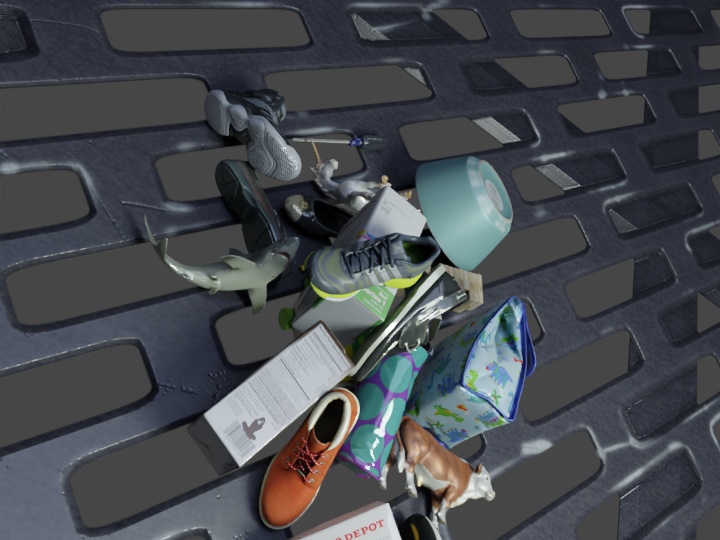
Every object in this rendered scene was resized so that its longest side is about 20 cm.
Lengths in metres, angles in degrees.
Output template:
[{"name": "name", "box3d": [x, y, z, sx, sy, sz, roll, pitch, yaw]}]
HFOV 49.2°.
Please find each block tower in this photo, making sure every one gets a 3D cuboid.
[{"name": "block tower", "box3d": [0.110, 0.019, 1.303, 0.197, 0.054, 0.059, 17, 58, -27]}]

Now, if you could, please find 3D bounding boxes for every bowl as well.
[{"name": "bowl", "box3d": [0.189, -0.114, 1.346, 0.200, 0.104, 0.204, 41, 34, -36]}]

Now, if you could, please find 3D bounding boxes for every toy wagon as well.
[{"name": "toy wagon", "box3d": [-0.047, 0.077, 1.173, 0.153, 0.039, 0.204, -2, 69, -36]}]

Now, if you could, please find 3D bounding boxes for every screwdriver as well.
[{"name": "screwdriver", "box3d": [-0.032, -0.215, 1.339, 0.197, 0.028, 0.030, -11, 102, -36]}]

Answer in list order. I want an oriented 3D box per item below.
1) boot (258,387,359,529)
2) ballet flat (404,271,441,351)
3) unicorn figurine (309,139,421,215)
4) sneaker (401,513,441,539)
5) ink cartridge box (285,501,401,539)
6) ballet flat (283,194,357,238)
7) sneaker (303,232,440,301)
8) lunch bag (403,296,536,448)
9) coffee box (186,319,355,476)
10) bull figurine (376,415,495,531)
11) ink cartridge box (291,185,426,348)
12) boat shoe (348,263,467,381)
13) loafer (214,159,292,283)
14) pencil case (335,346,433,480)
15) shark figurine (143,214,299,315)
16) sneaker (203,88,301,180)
[{"name": "boot", "box3d": [-0.070, 0.238, 1.000, 0.074, 0.107, 0.202, 30, 82, 4]}, {"name": "ballet flat", "box3d": [0.090, 0.055, 1.184, 0.067, 0.202, 0.069, -3, 48, -6]}, {"name": "unicorn figurine", "box3d": [0.004, -0.122, 1.267, 0.200, 0.136, 0.075, 48, 60, -31]}, {"name": "sneaker", "box3d": [0.064, 0.429, 1.055, 0.089, 0.070, 0.204, 16, 61, -31]}, {"name": "ink cartridge box", "box3d": [-0.001, 0.410, 0.975, 0.142, 0.085, 0.204, -18, 76, -11]}, {"name": "ballet flat", "box3d": [-0.031, -0.080, 1.251, 0.197, 0.057, 0.068, 19, 56, -27]}, {"name": "sneaker", "box3d": [0.016, -0.016, 0.994, 0.197, 0.081, 0.075, -12, 73, -37]}, {"name": "lunch bag", "box3d": [0.171, 0.150, 1.205, 0.126, 0.170, 0.202, 35, 50, -14]}, {"name": "coffee box", "box3d": [-0.115, 0.163, 1.011, 0.199, 0.114, 0.080, -38, 90, -30]}, {"name": "bull figurine", "box3d": [0.111, 0.302, 1.152, 0.199, 0.065, 0.123, 40, 50, -16]}, {"name": "ink cartridge box", "box3d": [0.000, 0.000, 1.124, 0.083, 0.145, 0.202, 36, 51, -12]}, {"name": "boat shoe", "box3d": [0.062, 0.081, 1.062, 0.200, 0.072, 0.068, -44, 96, -13]}, {"name": "loafer", "box3d": [-0.145, -0.080, 1.165, 0.062, 0.072, 0.203, -19, 77, -45]}, {"name": "pencil case", "box3d": [0.028, 0.186, 1.109, 0.084, 0.093, 0.203, 18, 71, 19]}, {"name": "shark figurine", "box3d": [-0.199, -0.014, 1.105, 0.209, 0.130, 0.090, 3, 38, -14]}, {"name": "sneaker", "box3d": [-0.140, -0.219, 1.204, 0.199, 0.076, 0.113, 40, 42, 20]}]
